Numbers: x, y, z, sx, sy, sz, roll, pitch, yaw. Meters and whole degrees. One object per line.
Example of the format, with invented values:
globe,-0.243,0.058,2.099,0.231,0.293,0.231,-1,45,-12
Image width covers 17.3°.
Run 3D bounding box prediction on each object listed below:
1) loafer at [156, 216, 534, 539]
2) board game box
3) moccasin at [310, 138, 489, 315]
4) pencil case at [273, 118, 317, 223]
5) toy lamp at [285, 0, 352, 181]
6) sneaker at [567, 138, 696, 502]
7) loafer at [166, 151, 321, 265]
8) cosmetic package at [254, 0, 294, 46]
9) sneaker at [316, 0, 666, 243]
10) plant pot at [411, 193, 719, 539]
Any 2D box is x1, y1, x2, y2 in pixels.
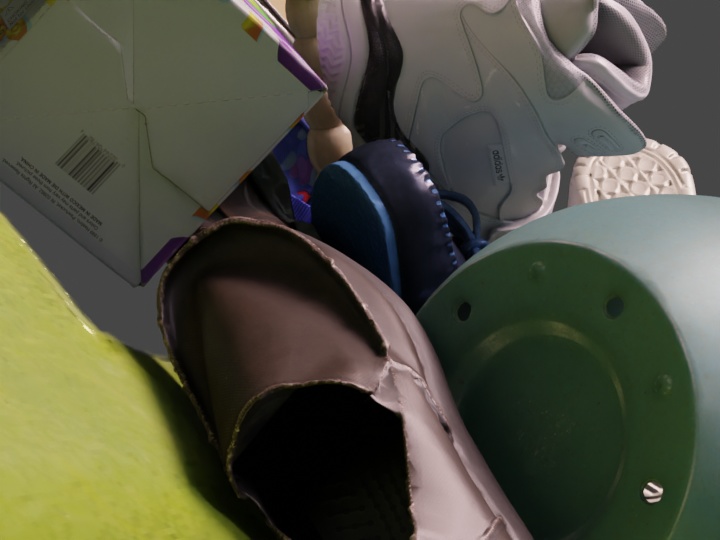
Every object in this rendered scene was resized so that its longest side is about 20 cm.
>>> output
loafer,-0.010,0.043,0.714,0.071,0.073,0.200,41,7,-47
board game box,-0.109,-0.100,0.901,0.105,0.103,0.200,41,7,-33
moccasin,0.026,0.011,0.889,0.081,0.068,0.200,60,-11,28
pencil case,0.000,0.000,1.079,0.200,0.078,0.087,38,9,-49
toy lamp,-0.008,-0.037,0.960,0.058,0.058,0.201,-117,-164,-74
sneaker,0.114,0.051,1.001,0.112,0.076,0.201,91,-1,-49
loafer,-0.046,0.009,0.871,0.200,0.063,0.072,-118,-162,-64
cosmetic package,-0.056,-0.111,1.162,0.071,0.105,0.200,46,20,-5
sneaker,0.066,-0.044,0.919,0.200,0.114,0.075,63,32,-42
plant pot,0.099,0.065,0.783,0.161,0.201,0.201,17,25,-48
